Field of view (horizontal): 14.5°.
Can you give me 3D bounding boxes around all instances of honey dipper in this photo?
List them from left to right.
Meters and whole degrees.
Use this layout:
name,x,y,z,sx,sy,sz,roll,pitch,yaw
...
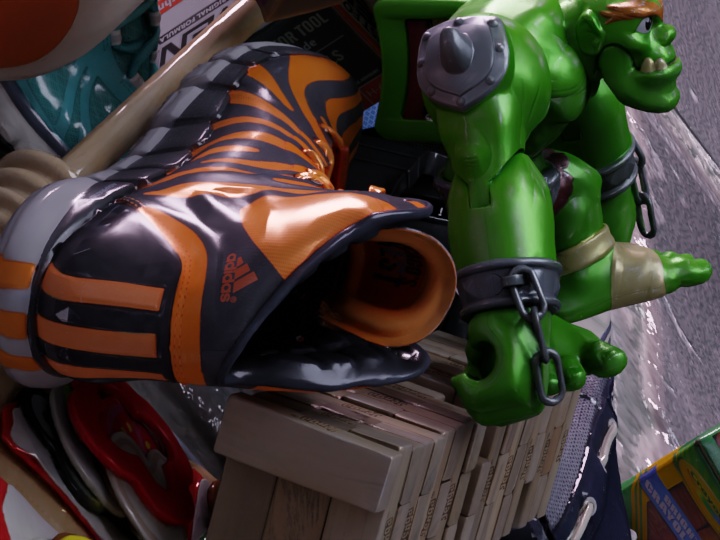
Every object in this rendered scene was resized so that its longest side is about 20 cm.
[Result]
name,x,y,z,sx,sy,sz,roll,pitch,yaw
honey dipper,-0.070,-0.049,0.891,0.038,0.038,0.200,54,42,-12

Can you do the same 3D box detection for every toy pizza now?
name,x,y,z,sx,sy,sz,roll,pitch,yaw
toy pizza,-0.053,0.103,0.816,0.200,0.032,0.200,49,21,-26

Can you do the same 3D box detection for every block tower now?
name,x,y,z,sx,sy,sz,roll,pitch,yaw
block tower,0.013,0.060,0.880,0.054,0.058,0.200,18,9,18

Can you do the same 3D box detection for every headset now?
name,x,y,z,sx,sy,sz,roll,pitch,yaw
headset,0.000,0.000,1.011,0.200,0.094,0.124,-45,146,-61

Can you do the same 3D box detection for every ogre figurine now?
name,x,y,z,sx,sy,sz,roll,pitch,yaw
ogre figurine,0.055,-0.034,0.903,0.200,0.098,0.120,-30,113,-51

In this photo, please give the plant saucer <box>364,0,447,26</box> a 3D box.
name,x,y,z,sx,sy,sz,roll,pitch,yaw
plant saucer,0.009,-0.144,1.023,0.201,0.035,0.200,61,13,-24

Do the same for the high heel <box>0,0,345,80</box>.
name,x,y,z,sx,sy,sz,roll,pitch,yaw
high heel,-0.090,-0.117,0.877,0.199,0.067,0.096,-9,63,-41

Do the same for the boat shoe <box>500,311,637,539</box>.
name,x,y,z,sx,sy,sz,roll,pitch,yaw
boat shoe,0.074,0.080,1.125,0.093,0.074,0.200,60,26,-13

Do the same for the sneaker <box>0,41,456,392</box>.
name,x,y,z,sx,sy,sz,roll,pitch,yaw
sneaker,-0.016,-0.009,0.841,0.200,0.112,0.078,-47,140,-56

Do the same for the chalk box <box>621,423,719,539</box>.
name,x,y,z,sx,sy,sz,roll,pitch,yaw
chalk box,0.203,0.104,1.178,0.125,0.123,0.200,61,-14,8

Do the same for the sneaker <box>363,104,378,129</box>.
name,x,y,z,sx,sy,sz,roll,pitch,yaw
sneaker,0.009,-0.097,1.190,0.201,0.089,0.078,62,21,12

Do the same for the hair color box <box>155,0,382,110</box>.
name,x,y,z,sx,sy,sz,roll,pitch,yaw
hair color box,-0.053,-0.126,1.065,0.061,0.101,0.200,44,25,-40

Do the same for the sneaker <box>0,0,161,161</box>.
name,x,y,z,sx,sy,sz,roll,pitch,yaw
sneaker,-0.098,-0.094,0.938,0.200,0.079,0.078,55,19,-9
